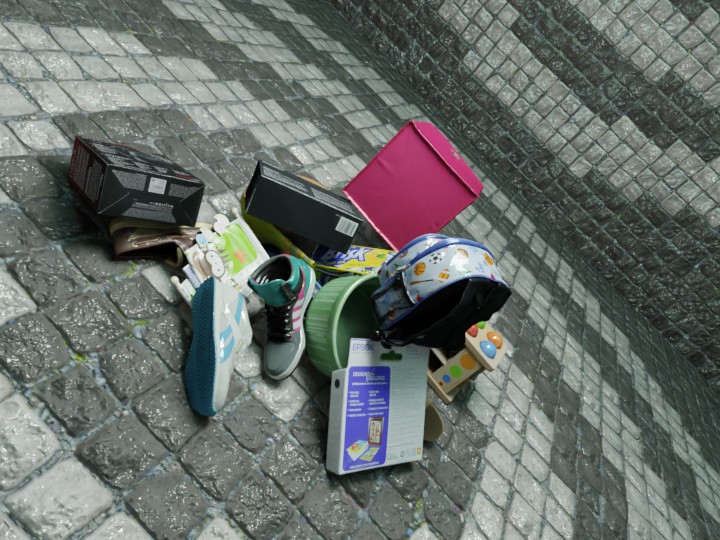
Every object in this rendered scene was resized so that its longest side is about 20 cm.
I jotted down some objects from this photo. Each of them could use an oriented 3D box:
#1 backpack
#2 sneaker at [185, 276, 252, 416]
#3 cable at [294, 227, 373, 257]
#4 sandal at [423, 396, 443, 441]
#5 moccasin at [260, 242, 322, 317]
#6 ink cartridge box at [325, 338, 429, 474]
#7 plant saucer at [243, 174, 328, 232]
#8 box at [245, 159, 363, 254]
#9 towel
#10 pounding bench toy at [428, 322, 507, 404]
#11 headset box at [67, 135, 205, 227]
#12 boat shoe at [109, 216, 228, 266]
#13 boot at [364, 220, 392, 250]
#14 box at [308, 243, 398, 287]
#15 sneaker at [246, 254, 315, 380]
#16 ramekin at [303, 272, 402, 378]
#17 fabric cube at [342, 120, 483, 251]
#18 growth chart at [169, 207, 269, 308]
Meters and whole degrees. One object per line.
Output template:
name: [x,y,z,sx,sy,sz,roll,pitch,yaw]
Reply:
backpack: [0.129,0.033,0.844,0.199,0.190,0.155,11,55,-44]
sneaker: [-0.197,0.108,0.767,0.080,0.076,0.202,29,47,-42]
cable: [-0.056,-0.059,1.179,0.199,0.069,0.201,0,52,-49]
sandal: [0.092,0.224,1.027,0.213,0.077,0.070,62,2,16]
moccasin: [-0.137,0.032,0.973,0.199,0.081,0.068,39,32,20]
ink cartridge box: [0.034,0.211,0.863,0.197,0.043,0.203,11,83,-44]
plant saucer: [-0.147,-0.151,1.136,0.198,0.033,0.201,8,40,-7]
box: [-0.108,-0.119,0.990,0.198,0.079,0.141,22,18,-19]
towel: [-0.157,-0.056,1.015,0.200,0.086,0.018,43,60,16]
pounding bench toy: [0.231,0.160,1.160,0.125,0.156,0.200,50,30,9]
headset box: [-0.358,-0.144,0.842,0.148,0.078,0.199,6,18,-45]
boat shoe: [-0.298,-0.037,0.863,0.199,0.072,0.073,8,56,-44]
boot: [0.078,-0.081,1.220,0.095,0.074,0.200,23,2,17]
box: [0.000,0.000,1.016,0.198,0.065,0.070,9,48,19]
sneaker: [-0.130,0.059,0.838,0.121,0.083,0.202,50,43,-56]
ramekin: [-0.003,0.103,0.923,0.199,0.097,0.203,-2,92,-43]
fabric cube: [0.116,-0.171,1.102,0.197,0.200,0.199,49,21,1]
growth chart: [-0.221,-0.002,0.870,0.145,0.018,0.201,52,43,-21]
